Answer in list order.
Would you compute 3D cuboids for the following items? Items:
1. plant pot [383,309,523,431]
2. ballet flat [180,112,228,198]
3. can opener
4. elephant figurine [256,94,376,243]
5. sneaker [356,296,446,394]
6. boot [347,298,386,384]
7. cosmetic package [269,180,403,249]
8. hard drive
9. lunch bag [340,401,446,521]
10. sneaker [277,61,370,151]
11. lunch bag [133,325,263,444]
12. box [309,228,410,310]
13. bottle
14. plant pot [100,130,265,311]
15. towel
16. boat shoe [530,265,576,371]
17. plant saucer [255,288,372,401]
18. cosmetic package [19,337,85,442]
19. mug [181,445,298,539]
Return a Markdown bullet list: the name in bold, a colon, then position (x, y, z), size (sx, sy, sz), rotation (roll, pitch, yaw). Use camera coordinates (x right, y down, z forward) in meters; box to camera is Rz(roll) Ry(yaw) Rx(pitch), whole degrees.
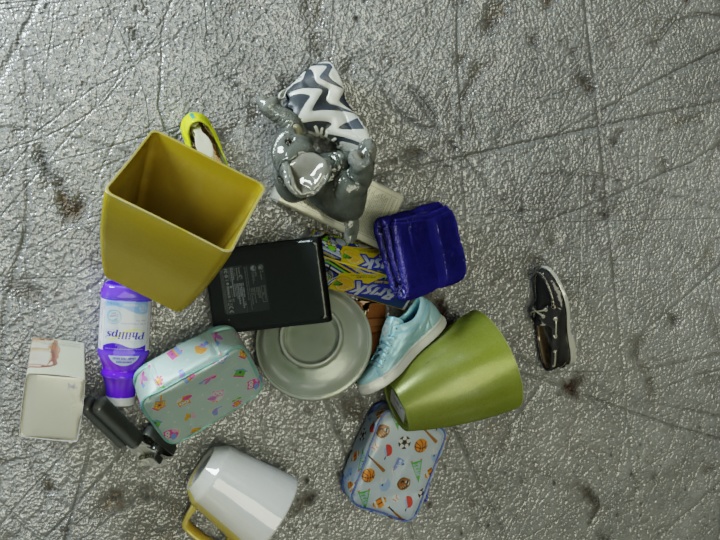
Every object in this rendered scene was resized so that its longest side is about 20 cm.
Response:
- **plant pot**: position (0.147, 0.193, 1.714), size (0.199, 0.187, 0.188), rotation (-22, 105, -16)
- **ballet flat**: position (-0.239, -0.159, 1.607), size (0.066, 0.067, 0.201), rotation (-23, 105, -13)
- **can opener**: position (-0.379, 0.261, 1.621), size (0.200, 0.052, 0.067), rotation (53, 41, -43)
- **elephant figurine**: position (-0.083, -0.162, 1.560), size (0.199, 0.156, 0.142), rotation (12, 138, -9)
- **sneaker**: position (0.054, 0.121, 1.689), size (0.200, 0.074, 0.082), rotation (-44, 107, -20)
- **boot**: position (-0.043, 0.123, 1.709), size (0.198, 0.077, 0.157), rotation (2, 98, -16)
- **cosmetic package**: position (-0.040, -0.124, 1.670), size (0.199, 0.073, 0.104), rotation (25, 91, -19)
- **hard drive**: position (-0.152, 0.025, 1.627), size (0.198, 0.033, 0.141), rotation (-7, 94, 13)
- **lunch bag**: position (0.063, 0.348, 1.782), size (0.159, 0.076, 0.201), rotation (21, 92, -21)
- **sneaker**: position (-0.066, -0.231, 1.641), size (0.129, 0.079, 0.200), rotation (-28, 105, -9)
- **lunch bag**: position (-0.267, 0.190, 1.628), size (0.199, 0.077, 0.161), rotation (-29, 140, -8)
- **box**: position (0.000, 0.000, 1.695), size (0.199, 0.070, 0.064), rotation (16, 128, -18)
- **bottle**: position (-0.385, 0.118, 1.610), size (0.083, 0.065, 0.202), rotation (4, 98, -16)
- **plant pot**: position (-0.288, -0.060, 1.523), size (0.199, 0.200, 0.177), rotation (26, 125, -5)
- **towel**: position (0.109, -0.036, 1.675), size (0.199, 0.049, 0.149), rotation (-18, 90, -52)
- **boat shoe**: position (0.346, 0.091, 1.827), size (0.060, 0.074, 0.201), rotation (-22, 113, -17)
- **plant saucer**: position (-0.081, 0.115, 1.657), size (0.198, 0.050, 0.202), rotation (-1, 70, 4)
- **cosmetic package**: position (-0.471, 0.179, 1.523), size (0.087, 0.200, 0.104), rotation (8, 97, -18)
- **mug**: position (-0.219, 0.389, 1.671), size (0.153, 0.149, 0.187), rotation (36, 81, -11)
